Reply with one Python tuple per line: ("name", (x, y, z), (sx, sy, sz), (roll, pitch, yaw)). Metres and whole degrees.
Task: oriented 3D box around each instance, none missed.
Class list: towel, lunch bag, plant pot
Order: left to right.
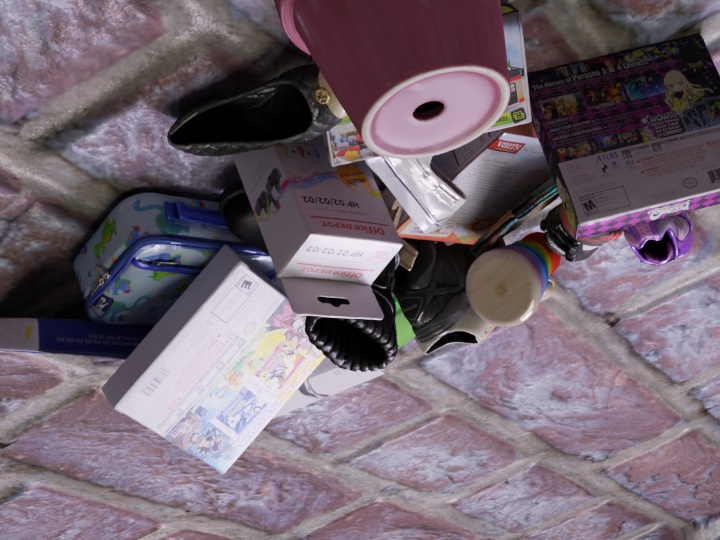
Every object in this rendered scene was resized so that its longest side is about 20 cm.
("lunch bag", (-0.191, -0.009, 1.553), (0.198, 0.083, 0.161), (7, 142, -41))
("plant pot", (0.038, -0.201, 1.209), (0.197, 0.181, 0.201), (-14, 154, -7))
("towel", (0.214, -0.089, 1.582), (0.199, 0.022, 0.147), (-36, 174, -20))

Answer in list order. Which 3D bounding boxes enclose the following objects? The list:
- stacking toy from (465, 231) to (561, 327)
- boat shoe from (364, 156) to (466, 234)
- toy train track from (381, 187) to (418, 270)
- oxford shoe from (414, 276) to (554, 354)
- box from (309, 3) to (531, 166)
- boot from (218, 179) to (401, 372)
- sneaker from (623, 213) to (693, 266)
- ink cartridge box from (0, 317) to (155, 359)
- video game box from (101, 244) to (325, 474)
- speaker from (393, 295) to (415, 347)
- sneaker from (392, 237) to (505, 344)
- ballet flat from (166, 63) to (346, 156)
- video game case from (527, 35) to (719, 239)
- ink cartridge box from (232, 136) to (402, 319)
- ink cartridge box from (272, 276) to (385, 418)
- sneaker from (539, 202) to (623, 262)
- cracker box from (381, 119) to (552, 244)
("stacking toy", (0.185, -0.003, 1.654), (0.085, 0.086, 0.200), (-31, -178, 26))
("boat shoe", (0.044, -0.120, 1.457), (0.069, 0.071, 0.200), (-34, 127, 9))
("toy train track", (0.000, 0.000, 1.593), (0.032, 0.115, 0.202), (6, 113, -40))
("oxford shoe", (0.161, 0.058, 1.889), (0.198, 0.075, 0.071), (-17, 154, 0))
("box", (0.056, -0.173, 1.368), (0.197, 0.035, 0.111), (-14, 115, -8))
("boot", (-0.052, 0.002, 1.467), (0.209, 0.159, 0.080), (19, 137, -10))
("sneaker", (0.366, -0.041, 1.807), (0.080, 0.089, 0.200), (-28, 153, 18))
("ink cartridge box", (-0.283, 0.074, 1.599), (0.196, 0.048, 0.199), (6, 174, -36))
("video game box", (-0.143, 0.097, 1.543), (0.200, 0.047, 0.182), (-48, 131, 2))
("speaker", (0.035, 0.054, 1.798), (0.088, 0.089, 0.199), (11, 142, -44))
("sneaker", (0.096, -0.015, 1.684), (0.076, 0.115, 0.199), (-24, -164, 45))
("ballet flat", (-0.088, -0.138, 1.337), (0.198, 0.067, 0.057), (-15, -169, 31))
("video game case", (0.281, -0.136, 1.471), (0.197, 0.183, 0.036), (-14, 153, -7))
("ink cartridge box", (-0.036, -0.054, 1.412), (0.114, 0.202, 0.068), (5, 139, -37))
("ink cartridge box", (-0.086, 0.081, 1.708), (0.198, 0.148, 0.084), (-21, 155, 10))
("sneaker", (0.243, -0.049, 1.619), (0.098, 0.071, 0.200), (-39, 175, 17))
("cracker box", (0.131, -0.106, 1.578), (0.133, 0.058, 0.200), (5, 147, -40))
